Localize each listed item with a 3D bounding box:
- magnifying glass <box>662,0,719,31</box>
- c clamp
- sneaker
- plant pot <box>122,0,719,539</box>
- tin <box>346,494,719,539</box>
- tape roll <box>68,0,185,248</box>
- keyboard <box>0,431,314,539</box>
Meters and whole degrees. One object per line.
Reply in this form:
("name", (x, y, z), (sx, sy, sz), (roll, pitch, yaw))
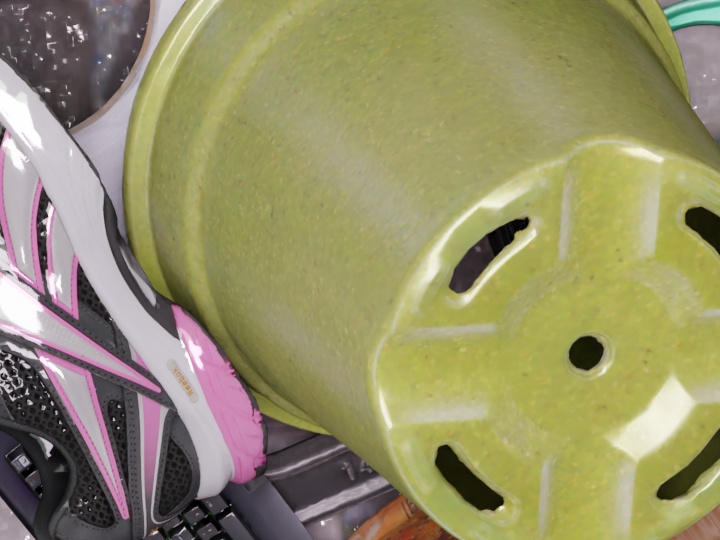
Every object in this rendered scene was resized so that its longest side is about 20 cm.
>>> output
("magnifying glass", (0.168, -0.089, 1.039), (0.200, 0.022, 0.080), (-35, 87, 3))
("c clamp", (0.000, 0.000, 1.019), (0.200, 0.027, 0.171), (-28, 116, -4))
("sneaker", (-0.115, 0.006, 0.921), (0.086, 0.080, 0.200), (-38, 96, -15))
("plant pot", (0.043, -0.004, 0.913), (0.200, 0.184, 0.201), (-6, 113, -15))
("tin", (0.068, 0.084, 0.995), (0.200, 0.112, 0.042), (-36, 107, 0))
("tape roll", (-0.119, -0.093, 1.043), (0.200, 0.066, 0.201), (0, 90, 6))
("keyboard", (-0.087, 0.105, 1.014), (0.127, 0.021, 0.200), (-35, 115, 3))
